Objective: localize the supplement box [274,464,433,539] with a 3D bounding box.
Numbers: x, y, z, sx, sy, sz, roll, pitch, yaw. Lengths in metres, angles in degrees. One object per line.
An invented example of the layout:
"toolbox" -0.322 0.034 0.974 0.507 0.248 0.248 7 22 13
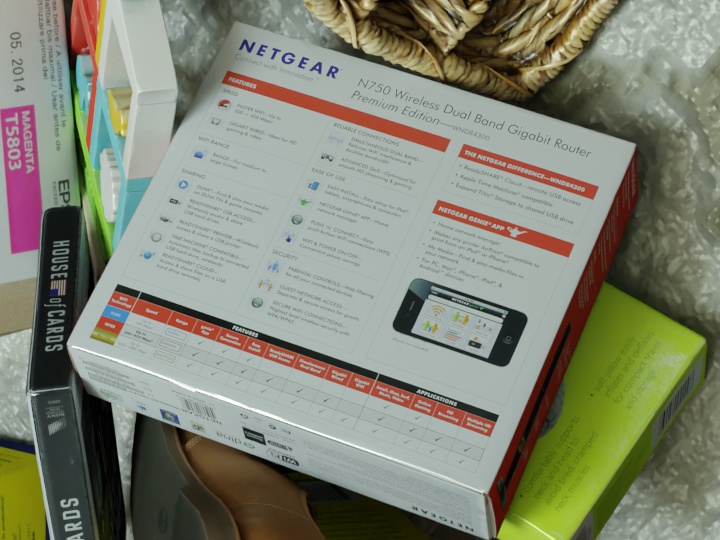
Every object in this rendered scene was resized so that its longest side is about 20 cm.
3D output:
"supplement box" -0.017 0.177 1.169 0.200 0.109 0.110 34 120 56

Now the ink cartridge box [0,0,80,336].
"ink cartridge box" -0.217 -0.075 1.288 0.164 0.075 0.201 10 106 49

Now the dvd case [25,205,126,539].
"dvd case" -0.133 0.094 1.211 0.025 0.151 0.201 -5 124 -1

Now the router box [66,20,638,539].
"router box" 0.000 0.000 1.110 0.199 0.180 0.049 19 155 16

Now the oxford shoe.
"oxford shoe" -0.060 0.104 1.124 0.200 0.071 0.072 -129 44 -61

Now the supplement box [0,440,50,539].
"supplement box" -0.257 0.160 1.304 0.108 0.200 0.110 8 104 31

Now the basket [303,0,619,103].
"basket" 0.052 -0.179 1.079 0.149 0.142 0.200 51 122 14

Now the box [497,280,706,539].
"box" 0.041 0.037 1.141 0.199 0.122 0.048 29 158 20

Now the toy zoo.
"toy zoo" -0.114 -0.088 1.189 0.201 0.020 0.132 104 155 -51
